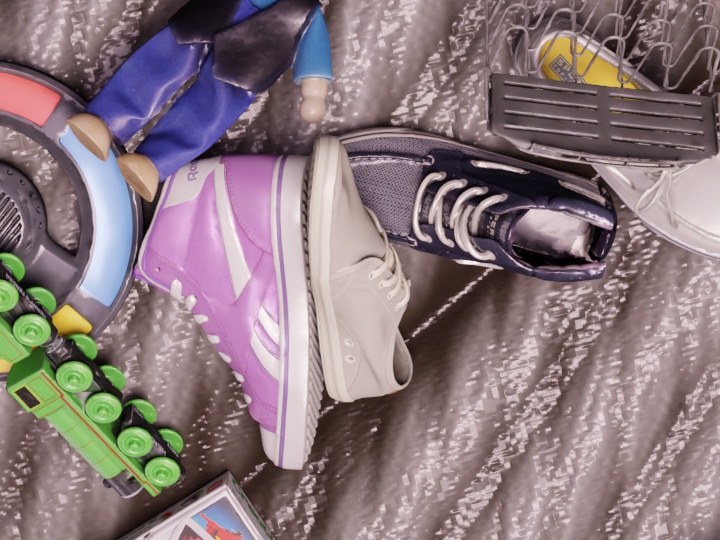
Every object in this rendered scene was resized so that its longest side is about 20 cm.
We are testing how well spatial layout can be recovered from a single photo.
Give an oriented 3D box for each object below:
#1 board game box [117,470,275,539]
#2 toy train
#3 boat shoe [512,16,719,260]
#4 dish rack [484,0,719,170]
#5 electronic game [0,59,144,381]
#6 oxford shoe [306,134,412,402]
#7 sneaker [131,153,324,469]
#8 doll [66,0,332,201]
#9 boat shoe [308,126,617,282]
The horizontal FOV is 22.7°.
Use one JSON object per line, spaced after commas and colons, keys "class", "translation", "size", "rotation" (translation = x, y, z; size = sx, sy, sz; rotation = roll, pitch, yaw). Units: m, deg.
{"class": "board game box", "translation": [-0.084, 0.246, 1.161], "size": [0.126, 0.035, 0.200], "rotation": [-31, 100, 5]}
{"class": "toy train", "translation": [-0.180, 0.070, 1.097], "size": [0.056, 0.042, 0.200], "rotation": [-29, 119, 16]}
{"class": "boat shoe", "translation": [0.177, -0.076, 1.080], "size": [0.075, 0.086, 0.202], "rotation": [-44, 99, 7]}
{"class": "dish rack", "translation": [0.140, -0.150, 1.030], "size": [0.153, 0.055, 0.201], "rotation": [5, 58, -3]}
{"class": "electronic game", "translation": [-0.232, -0.029, 1.099], "size": [0.199, 0.042, 0.201], "rotation": [0, 101, -1]}
{"class": "oxford shoe", "translation": [0.000, 0.000, 1.067], "size": [0.057, 0.075, 0.201], "rotation": [-1, 132, 9]}
{"class": "sneaker", "translation": [-0.080, 0.026, 1.103], "size": [0.114, 0.073, 0.202], "rotation": [-1, 106, 8]}
{"class": "doll", "translation": [-0.075, -0.131, 1.063], "size": [0.136, 0.048, 0.200], "rotation": [39, 78, 15]}
{"class": "boat shoe", "translation": [0.061, -0.039, 1.079], "size": [0.199, 0.093, 0.075], "rotation": [7, 101, -2]}
